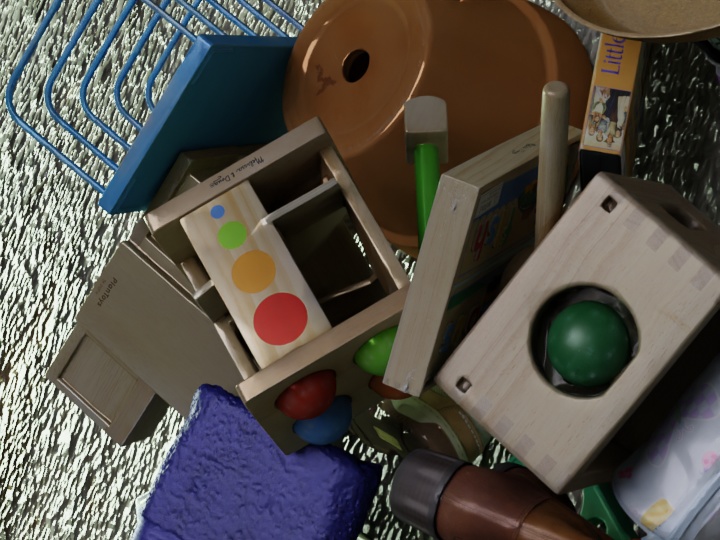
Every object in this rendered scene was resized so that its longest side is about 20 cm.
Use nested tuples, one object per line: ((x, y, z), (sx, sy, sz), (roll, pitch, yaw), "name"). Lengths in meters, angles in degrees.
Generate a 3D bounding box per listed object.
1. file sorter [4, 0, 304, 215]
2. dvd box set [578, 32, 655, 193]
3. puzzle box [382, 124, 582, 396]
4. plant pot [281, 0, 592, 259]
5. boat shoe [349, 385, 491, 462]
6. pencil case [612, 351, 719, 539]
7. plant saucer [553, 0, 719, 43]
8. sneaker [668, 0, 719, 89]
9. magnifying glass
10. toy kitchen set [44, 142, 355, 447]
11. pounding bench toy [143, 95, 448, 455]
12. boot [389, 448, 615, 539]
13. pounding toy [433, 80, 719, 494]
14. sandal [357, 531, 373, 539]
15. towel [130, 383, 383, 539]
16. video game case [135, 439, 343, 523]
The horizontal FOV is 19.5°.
((-0.132, -0.136, 1.479), (0.123, 0.200, 0.139), (40, 110, 17), "file sorter")
((0.171, -0.147, 1.335), (0.029, 0.146, 0.200), (10, 76, 10), "dvd box set")
((0.077, -0.011, 1.260), (0.025, 0.200, 0.133), (22, 111, 18), "puzzle box")
((0.042, -0.116, 1.446), (0.200, 0.140, 0.200), (-20, 60, 37), "plant pot")
((0.035, 0.084, 1.426), (0.076, 0.072, 0.200), (-35, 31, -16), "boat shoe")
((0.234, 0.081, 1.204), (0.200, 0.083, 0.091), (-50, 19, 18), "pencil case")
((0.204, -0.195, 1.213), (0.200, 0.035, 0.200), (-17, 44, 17), "plant saucer")
((0.229, -0.118, 1.255), (0.078, 0.140, 0.200), (-8, 66, 44), "sneaker")
((0.154, 0.167, 1.296), (0.200, 0.022, 0.080), (28, 93, 49), "magnifying glass")
((-0.077, 0.038, 1.496), (0.163, 0.180, 0.200), (41, 112, 16), "toy kitchen set")
((0.000, 0.000, 1.300), (0.200, 0.124, 0.156), (-30, 68, -1), "pounding bench toy")
((0.141, 0.162, 1.189), (0.200, 0.188, 0.069), (20, 79, 33), "boot")
((0.136, 0.012, 1.218), (0.142, 0.200, 0.184), (42, 104, 18), "pounding toy")
((-0.018, 0.206, 1.383), (0.201, 0.057, 0.080), (10, 79, 56), "sandal")
((-0.081, 0.189, 1.372), (0.148, 0.050, 0.200), (25, 94, 22), "towel")
((-0.083, 0.209, 1.510), (0.200, 0.022, 0.182), (-32, 52, 32), "video game case")
